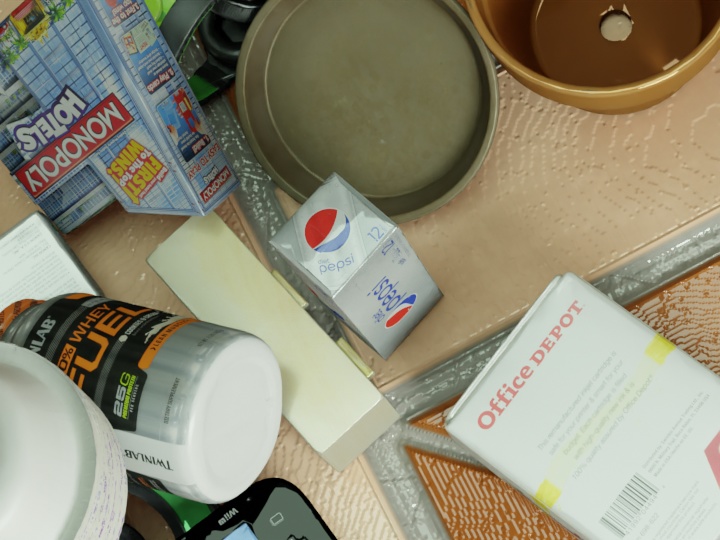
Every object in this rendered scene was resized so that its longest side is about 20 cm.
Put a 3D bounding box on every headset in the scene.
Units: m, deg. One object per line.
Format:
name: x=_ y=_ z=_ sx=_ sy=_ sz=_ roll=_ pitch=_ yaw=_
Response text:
headset: x=-0.078 y=-0.194 z=1.717 sx=0.094 sy=0.124 sz=0.200 roll=33 pitch=64 yaw=16

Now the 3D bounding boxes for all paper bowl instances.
paper bowl: x=-0.261 y=0.141 z=1.488 sx=0.200 sy=0.104 sz=0.201 roll=-6 pitch=64 yaw=13

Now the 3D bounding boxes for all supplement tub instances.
supplement tub: x=-0.165 y=0.085 z=1.607 sx=0.200 sy=0.123 sz=0.123 roll=11 pitch=77 yaw=30

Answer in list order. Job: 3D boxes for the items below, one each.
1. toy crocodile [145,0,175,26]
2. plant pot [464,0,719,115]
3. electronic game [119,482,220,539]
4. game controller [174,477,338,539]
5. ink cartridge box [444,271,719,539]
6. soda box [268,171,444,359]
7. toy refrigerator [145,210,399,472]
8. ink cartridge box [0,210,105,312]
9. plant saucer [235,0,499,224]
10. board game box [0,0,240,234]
toy crocodile: x=-0.184 y=-0.168 z=1.755 sx=0.062 sy=0.068 sz=0.200 roll=43 pitch=88 yaw=-1
plant pot: x=0.179 y=-0.199 z=1.653 sx=0.200 sy=0.140 sz=0.201 roll=-3 pitch=75 yaw=10
electronic game: x=-0.188 y=0.219 z=1.658 sx=0.199 sy=0.042 sz=0.201 roll=-2 pitch=79 yaw=9
game controller: x=-0.106 y=0.236 z=1.610 sx=0.200 sy=0.042 sz=0.104 roll=-36 pitch=83 yaw=-4
ink cartridge box: x=0.182 y=0.118 z=1.597 sx=0.200 sy=0.083 sz=0.145 roll=37 pitch=84 yaw=17
soda box: x=0.000 y=0.000 z=1.602 sx=0.063 sy=0.200 sz=0.068 roll=42 pitch=87 yaw=18
toy refrigerator: x=-0.062 y=0.047 z=1.668 sx=0.070 sy=0.076 sz=0.200 roll=-42 pitch=71 yaw=-2
ink cartridge box: x=-0.247 y=0.081 z=1.720 sx=0.161 sy=0.050 sz=0.200 roll=-36 pitch=91 yaw=1
plant saucer: x=0.006 y=-0.131 z=1.683 sx=0.200 sy=0.029 sz=0.201 roll=4 pitch=108 yaw=13
board game box: x=-0.194 y=-0.105 z=1.671 sx=0.200 sy=0.062 sz=0.200 roll=-34 pitch=97 yaw=38
